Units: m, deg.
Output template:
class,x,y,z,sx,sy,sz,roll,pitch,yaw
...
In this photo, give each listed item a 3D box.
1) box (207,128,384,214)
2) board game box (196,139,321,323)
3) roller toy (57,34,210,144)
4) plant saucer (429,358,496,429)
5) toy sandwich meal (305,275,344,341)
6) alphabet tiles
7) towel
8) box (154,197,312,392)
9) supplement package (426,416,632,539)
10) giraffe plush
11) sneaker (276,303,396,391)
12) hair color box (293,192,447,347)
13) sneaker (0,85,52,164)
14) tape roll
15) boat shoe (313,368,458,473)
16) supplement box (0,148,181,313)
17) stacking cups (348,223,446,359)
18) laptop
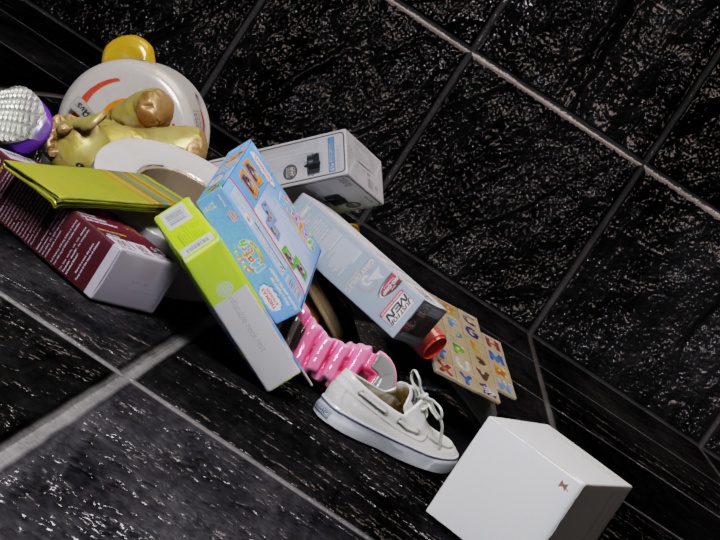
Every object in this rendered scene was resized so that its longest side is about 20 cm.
class,x,y,z,sx,sy,sz,roll,pitch,yaw
box,-0.085,-0.106,1.854,0.200,0.060,0.117,-12,-21,22
board game box,-0.103,-0.045,1.606,0.151,0.037,0.200,57,15,-13
roller toy,-0.290,-0.181,1.951,0.182,0.200,0.140,39,7,1
plant saucer,0.128,0.130,2.017,0.200,0.050,0.200,52,-2,3
toy sandwich meal,-0.096,0.028,1.854,0.205,0.070,0.205,55,-10,14
alphabet tiles,0.123,0.094,1.949,0.166,0.006,0.200,28,24,-19
towel,-0.259,-0.080,1.516,0.086,0.018,0.200,31,15,29
box,-0.128,0.032,1.526,0.200,0.048,0.122,61,-8,-30
supplement package,0.171,0.226,1.509,0.117,0.117,0.200,36,6,23
giraffe plush,-0.304,-0.139,1.793,0.200,0.173,0.162,30,16,12
sneaker,-0.056,0.092,1.680,0.200,0.079,0.095,34,-15,2
hair color box,0.000,0.000,1.780,0.200,0.061,0.099,41,6,21
sneaker,-0.362,-0.136,1.612,0.100,0.070,0.200,41,-22,-32
tape roll,-0.210,-0.058,1.660,0.202,0.071,0.202,23,29,-14
boat shoe,0.045,0.147,1.606,0.202,0.086,0.075,28,8,-36
supplement box,-0.285,-0.041,1.507,0.200,0.061,0.109,36,7,26
stacking cups,0.035,0.025,1.878,0.200,0.061,0.061,45,11,27
laptop,0.019,0.058,1.899,0.200,0.103,0.177,13,19,-28
